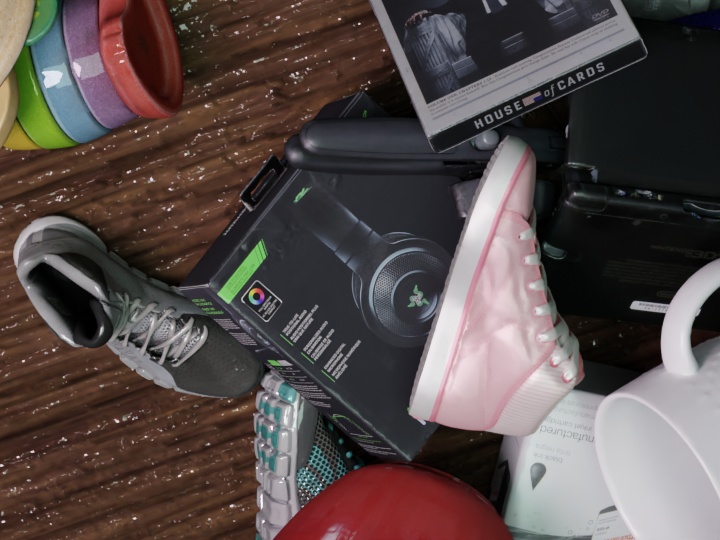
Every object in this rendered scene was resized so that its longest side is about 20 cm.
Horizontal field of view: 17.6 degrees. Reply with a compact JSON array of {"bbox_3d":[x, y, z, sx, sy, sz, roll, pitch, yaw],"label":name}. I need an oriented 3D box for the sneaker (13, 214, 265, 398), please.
[{"bbox_3d":[-0.157,0.043,1.611,0.200,0.116,0.075,30,103,-9],"label":"sneaker"}]

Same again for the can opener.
[{"bbox_3d":[0.047,-0.077,1.519,0.199,0.063,0.079,7,62,-28],"label":"can opener"}]

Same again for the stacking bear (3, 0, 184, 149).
[{"bbox_3d":[-0.230,-0.132,1.566,0.199,0.122,0.114,-13,143,13],"label":"stacking bear"}]

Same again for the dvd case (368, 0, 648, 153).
[{"bbox_3d":[0.085,-0.180,1.525,0.150,0.200,0.025,-25,140,5],"label":"dvd case"}]

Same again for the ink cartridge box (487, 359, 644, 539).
[{"bbox_3d":[0.168,0.175,1.675,0.144,0.084,0.201,12,105,-6],"label":"ink cartridge box"}]

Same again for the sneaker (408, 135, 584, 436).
[{"bbox_3d":[0.105,0.017,1.498,0.104,0.075,0.201,17,110,3],"label":"sneaker"}]

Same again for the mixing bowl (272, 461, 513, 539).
[{"bbox_3d":[0.033,0.202,1.595,0.200,0.200,0.109,31,61,-10],"label":"mixing bowl"}]

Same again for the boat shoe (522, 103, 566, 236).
[{"bbox_3d":[0.119,-0.077,1.611,0.200,0.068,0.072,41,102,-11],"label":"boat shoe"}]

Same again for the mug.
[{"bbox_3d":[0.259,0.086,1.528,0.175,0.148,0.201,-27,110,-22],"label":"mug"}]

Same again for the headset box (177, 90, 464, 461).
[{"bbox_3d":[0.000,0.000,1.588,0.200,0.093,0.174,42,77,-12],"label":"headset box"}]

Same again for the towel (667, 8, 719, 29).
[{"bbox_3d":[0.280,-0.112,1.601,0.199,0.050,0.148,-8,119,0],"label":"towel"}]

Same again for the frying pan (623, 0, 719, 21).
[{"bbox_3d":[0.172,-0.214,1.597,0.190,0.031,0.115,36,101,-14],"label":"frying pan"}]

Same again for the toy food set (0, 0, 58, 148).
[{"bbox_3d":[-0.286,-0.167,1.517,0.199,0.049,0.199,19,83,30],"label":"toy food set"}]

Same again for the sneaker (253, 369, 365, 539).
[{"bbox_3d":[-0.028,0.147,1.679,0.091,0.078,0.201,-6,110,-17],"label":"sneaker"}]

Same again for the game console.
[{"bbox_3d":[0.216,-0.059,1.553,0.199,0.117,0.176,7,137,-14],"label":"game console"}]
